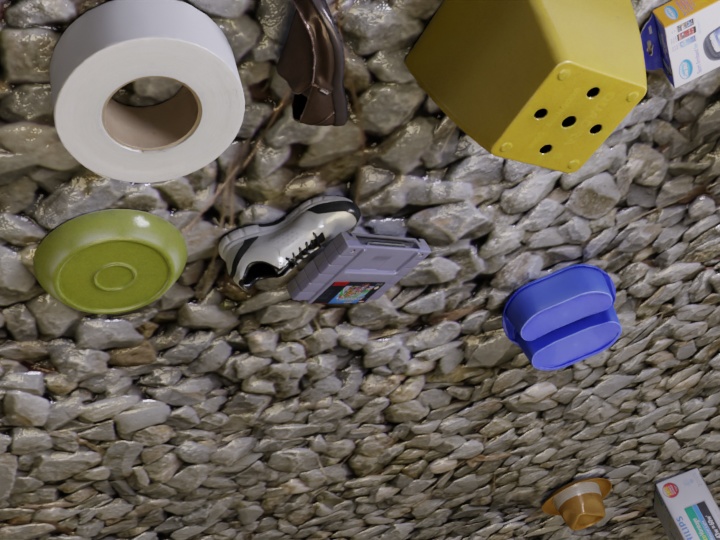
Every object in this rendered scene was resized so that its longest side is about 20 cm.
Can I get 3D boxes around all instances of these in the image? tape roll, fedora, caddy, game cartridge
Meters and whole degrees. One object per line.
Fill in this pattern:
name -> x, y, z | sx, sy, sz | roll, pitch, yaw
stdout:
tape roll -> -0.227, -0.187, 1.026 | 0.200, 0.071, 0.203 | -13, 144, -9
fedora -> 0.550, 0.589, 2.396 | 0.199, 0.082, 0.201 | -13, 143, -10
caddy -> 0.336, 0.074, 1.605 | 0.198, 0.105, 0.142 | -22, 122, 6
game cartridge -> 0.000, 0.000, 1.366 | 0.199, 0.039, 0.130 | 2, 138, -52

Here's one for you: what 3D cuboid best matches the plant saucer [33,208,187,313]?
plant saucer -> -0.323, -0.001, 1.262 | 0.198, 0.031, 0.201 | -13, 144, -10

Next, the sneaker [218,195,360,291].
sneaker -> -0.088, -0.033, 1.288 | 0.198, 0.080, 0.074 | -24, 142, 3

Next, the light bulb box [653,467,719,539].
light bulb box -> 0.873, 0.660, 2.541 | 0.124, 0.199, 0.201 | -21, 146, 0

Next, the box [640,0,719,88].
box -> 0.449, -0.310, 1.204 | 0.199, 0.042, 0.119 | -28, 144, 8

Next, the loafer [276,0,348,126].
loafer -> -0.056, -0.224, 1.053 | 0.070, 0.073, 0.201 | -16, 144, -6

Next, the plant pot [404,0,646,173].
plant pot -> 0.200, -0.226, 1.081 | 0.198, 0.177, 0.200 | 9, 136, -32
